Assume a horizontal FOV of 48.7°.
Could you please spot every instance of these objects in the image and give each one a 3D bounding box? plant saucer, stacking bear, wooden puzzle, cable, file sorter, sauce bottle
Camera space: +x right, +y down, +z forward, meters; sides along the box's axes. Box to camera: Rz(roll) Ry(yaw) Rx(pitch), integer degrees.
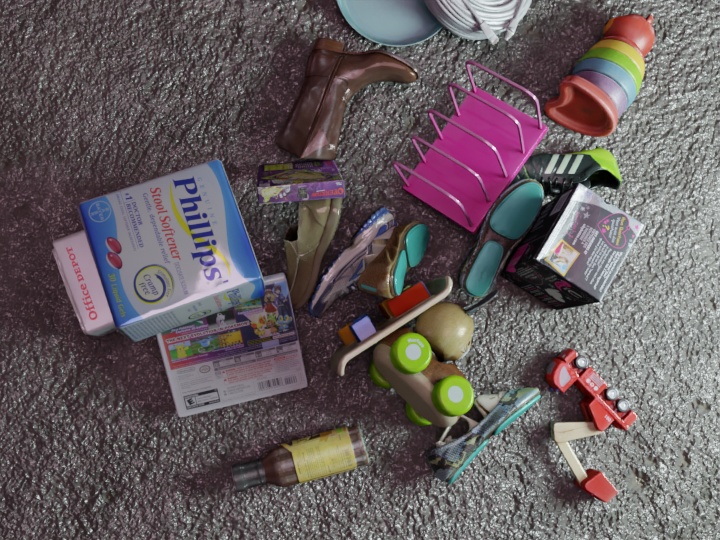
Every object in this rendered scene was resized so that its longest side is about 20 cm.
[{"bbox_3d":[0.057,-0.455,1.292,0.198,0.027,0.202,1,83,-5],"label":"plant saucer"},{"bbox_3d":[0.397,-0.322,1.261,0.113,0.122,0.201,33,75,3],"label":"stacking bear"},{"bbox_3d":[0.031,0.070,1.144,0.200,0.185,0.046,-37,91,-7],"label":"wooden puzzle"},{"bbox_3d":[0.185,-0.469,1.263,0.200,0.069,0.201,39,69,-12],"label":"cable"},{"bbox_3d":[0.161,-0.188,1.188,0.139,0.125,0.201,35,87,22],"label":"file sorter"},{"bbox_3d":[-0.089,0.280,1.171,0.199,0.065,0.065,-13,84,-7],"label":"sauce bottle"}]

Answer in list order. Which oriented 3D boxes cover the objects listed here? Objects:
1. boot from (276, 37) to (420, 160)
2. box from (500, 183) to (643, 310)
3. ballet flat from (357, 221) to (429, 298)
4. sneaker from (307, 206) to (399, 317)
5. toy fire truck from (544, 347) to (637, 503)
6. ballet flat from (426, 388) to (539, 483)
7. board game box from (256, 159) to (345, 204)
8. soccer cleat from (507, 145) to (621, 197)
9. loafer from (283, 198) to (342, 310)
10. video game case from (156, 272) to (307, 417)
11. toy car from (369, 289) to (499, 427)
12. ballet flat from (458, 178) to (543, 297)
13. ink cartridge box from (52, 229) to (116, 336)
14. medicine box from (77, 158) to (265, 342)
[{"bbox_3d":[-0.020,-0.248,1.238,0.185,0.064,0.201,15,77,12],"label":"boot"},{"bbox_3d":[0.304,-0.028,1.168,0.114,0.200,0.133,33,82,-1],"label":"box"},{"bbox_3d":[0.043,-0.019,1.144,0.072,0.200,0.068,1,119,19],"label":"ballet flat"},{"bbox_3d":[0.000,0.000,1.209,0.085,0.077,0.200,40,83,-2],"label":"sneaker"},{"bbox_3d":[0.340,0.235,1.214,0.141,0.049,0.200,-44,87,-7],"label":"toy fire truck"},{"bbox_3d":[0.179,0.228,1.190,0.200,0.074,0.074,-40,87,-11],"label":"ballet flat"},{"bbox_3d":[-0.089,-0.132,1.158,0.119,0.200,0.033,-9,107,-3],"label":"board game box"},{"bbox_3d":[0.310,-0.144,1.243,0.198,0.068,0.081,-11,53,-6],"label":"soccer cleat"},{"bbox_3d":[-0.083,-0.033,1.171,0.067,0.076,0.201,19,117,-5],"label":"loafer"},{"bbox_3d":[-0.190,0.110,1.167,0.199,0.023,0.184,-12,110,-7],"label":"video game case"},{"bbox_3d":[0.131,0.112,1.170,0.158,0.164,0.200,44,70,2],"label":"toy car"},{"bbox_3d":[0.209,-0.053,1.221,0.074,0.074,0.201,33,94,1],"label":"ballet flat"},{"bbox_3d":[-0.330,-0.005,1.181,0.199,0.083,0.146,-22,86,-6],"label":"ink cartridge box"},{"bbox_3d":[-0.253,-0.027,1.086,0.199,0.103,0.183,-20,78,-8],"label":"medicine box"}]
